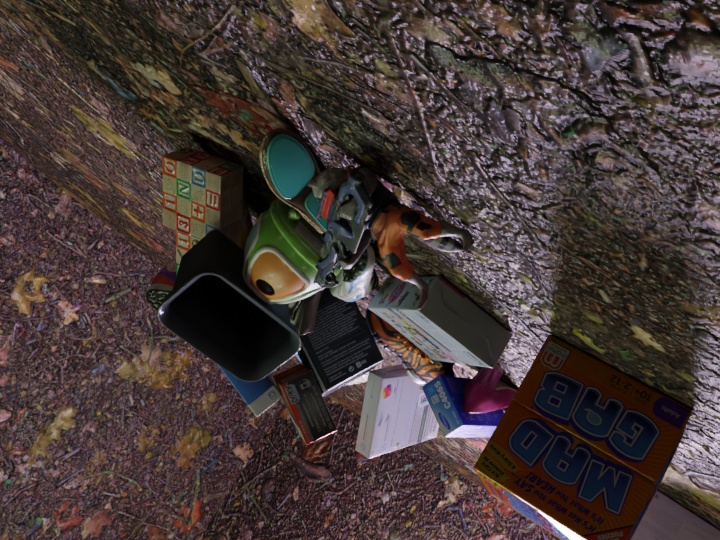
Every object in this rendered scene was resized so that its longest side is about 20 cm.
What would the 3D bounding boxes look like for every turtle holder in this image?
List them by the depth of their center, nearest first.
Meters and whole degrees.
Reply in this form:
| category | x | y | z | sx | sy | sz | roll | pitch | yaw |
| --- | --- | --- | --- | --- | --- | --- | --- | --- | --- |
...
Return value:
| category | x | y | z | sx | sy | sz | roll | pitch | yaw |
| --- | --- | --- | --- | --- | --- | --- | --- | --- | --- |
| turtle holder | -0.106 | -0.034 | 1.263 | 0.140 | 0.132 | 0.187 | 35 | -163 | -39 |

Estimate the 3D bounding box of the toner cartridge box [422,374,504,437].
| category | x | y | z | sx | sy | sz | roll | pitch | yaw |
| --- | --- | --- | --- | --- | --- | --- | --- | --- | --- |
| toner cartridge box | 0.187 | 0.238 | 1.535 | 0.199 | 0.043 | 0.096 | 17 | -139 | -56 |

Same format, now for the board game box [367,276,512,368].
| category | x | y | z | sx | sy | sz | roll | pitch | yaw |
| --- | --- | --- | --- | --- | --- | --- | --- | --- | --- |
| board game box | 0.113 | 0.075 | 1.314 | 0.147 | 0.065 | 0.199 | 39 | 166 | -16 |

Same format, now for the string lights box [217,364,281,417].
| category | x | y | z | sx | sy | sz | roll | pitch | yaw |
| --- | --- | --- | --- | --- | --- | --- | --- | --- | --- |
| string lights box | -0.220 | 0.148 | 1.532 | 0.201 | 0.059 | 0.103 | 55 | 173 | -10 |

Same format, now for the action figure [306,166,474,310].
| category | x | y | z | sx | sy | sz | roll | pitch | yaw |
| --- | --- | --- | --- | --- | --- | --- | --- | --- | --- |
| action figure | 0.017 | -0.044 | 1.030 | 0.193 | 0.105 | 0.201 | 38 | 143 | 2 |

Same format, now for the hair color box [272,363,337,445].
| category | x | y | z | sx | sy | sz | roll | pitch | yaw |
| --- | --- | --- | --- | --- | --- | --- | --- | --- | --- |
| hair color box | -0.101 | 0.231 | 1.550 | 0.113 | 0.063 | 0.200 | 66 | 169 | -1 |

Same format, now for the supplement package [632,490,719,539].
| category | x | y | z | sx | sy | sz | roll | pitch | yaw |
| --- | --- | --- | --- | --- | --- | --- | --- | --- | --- |
| supplement package | 0.536 | 0.529 | 1.607 | 0.189 | 0.202 | 0.147 | 31 | 168 | 12 |

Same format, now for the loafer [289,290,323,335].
| category | x | y | z | sx | sy | sz | roll | pitch | yaw |
| --- | --- | --- | --- | --- | --- | --- | --- | --- | --- |
| loafer | -0.090 | 0.065 | 1.413 | 0.071 | 0.073 | 0.201 | 46 | 130 | 16 |

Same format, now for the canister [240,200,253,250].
| category | x | y | z | sx | sy | sz | roll | pitch | yaw |
| --- | --- | --- | --- | --- | --- | --- | --- | --- | --- |
| canister | -0.213 | -0.021 | 1.507 | 0.148 | 0.085 | 0.203 | -139 | 32 | -61 |

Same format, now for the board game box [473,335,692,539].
| category | x | y | z | sx | sy | sz | roll | pitch | yaw |
| --- | --- | --- | --- | --- | --- | --- | --- | --- | --- |
| board game box | 0.293 | 0.246 | 1.167 | 0.198 | 0.202 | 0.200 | 28 | 167 | 24 |

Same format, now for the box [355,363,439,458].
| category | x | y | z | sx | sy | sz | roll | pitch | yaw |
| --- | --- | --- | --- | --- | --- | --- | --- | --- | --- |
| box | 0.082 | 0.252 | 1.643 | 0.041 | 0.159 | 0.198 | 22 | -161 | 39 |

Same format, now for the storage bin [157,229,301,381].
| category | x | y | z | sx | sy | sz | roll | pitch | yaw |
| --- | --- | --- | --- | --- | --- | --- | --- | --- | --- |
| storage bin | -0.194 | 0.049 | 1.301 | 0.199 | 0.145 | 0.135 | 40 | -155 | -30 |

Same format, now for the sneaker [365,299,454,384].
| category | x | y | z | sx | sy | sz | roll | pitch | yaw |
| --- | --- | --- | --- | --- | --- | --- | --- | --- | --- |
| sneaker | 0.100 | 0.119 | 1.524 | 0.111 | 0.078 | 0.200 | -8 | 133 | 50 |

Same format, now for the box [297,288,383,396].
| category | x | y | z | sx | sy | sz | roll | pitch | yaw |
| --- | --- | --- | --- | --- | --- | --- | --- | --- | --- |
| box | -0.062 | 0.108 | 1.572 | 0.199 | 0.122 | 0.200 | 62 | 170 | 7 |

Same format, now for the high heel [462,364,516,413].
| category | x | y | z | sx | sy | sz | roll | pitch | yaw |
| --- | --- | --- | --- | --- | --- | --- | --- | --- | --- |
| high heel | 0.229 | 0.233 | 1.529 | 0.067 | 0.097 | 0.200 | 26 | 165 | 29 |

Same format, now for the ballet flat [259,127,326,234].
| category | x | y | z | sx | sy | sz | roll | pitch | yaw |
| --- | --- | --- | --- | --- | --- | --- | --- | --- | --- |
| ballet flat | -0.080 | -0.113 | 1.106 | 0.065 | 0.070 | 0.201 | 42 | 172 | 41 |

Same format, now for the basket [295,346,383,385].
| category | x | y | z | sx | sy | sz | roll | pitch | yaw |
| --- | --- | --- | --- | --- | --- | --- | --- | --- | --- |
| basket | -0.057 | 0.171 | 1.888 | 0.196 | 0.142 | 0.177 | -5 | 153 | 18 |

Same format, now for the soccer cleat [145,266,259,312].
| category | x | y | z | sx | sy | sz | roll | pitch | yaw |
| --- | --- | --- | --- | --- | --- | --- | --- | --- | --- |
| soccer cleat | -0.249 | 0.035 | 1.439 | 0.196 | 0.074 | 0.069 | 8 | 138 | 9 |

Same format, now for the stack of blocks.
| category | x | y | z | sx | sy | sz | roll | pitch | yaw |
| --- | --- | --- | --- | --- | --- | --- | --- | --- | --- |
| stack of blocks | -0.247 | -0.077 | 1.377 | 0.114 | 0.058 | 0.203 | 19 | 120 | 24 |

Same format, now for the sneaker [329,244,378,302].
| category | x | y | z | sx | sy | sz | roll | pitch | yaw |
| --- | --- | --- | --- | --- | --- | --- | --- | --- | --- |
| sneaker | 0.000 | 0.000 | 1.344 | 0.071 | 0.073 | 0.200 | 5 | 166 | -10 |
